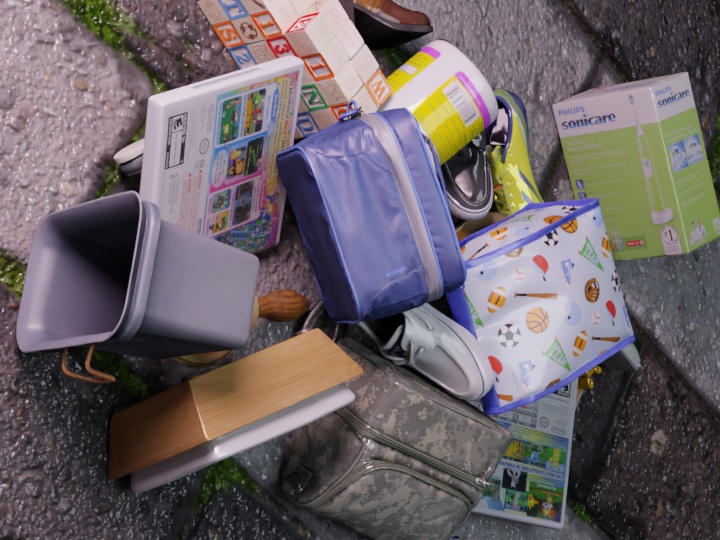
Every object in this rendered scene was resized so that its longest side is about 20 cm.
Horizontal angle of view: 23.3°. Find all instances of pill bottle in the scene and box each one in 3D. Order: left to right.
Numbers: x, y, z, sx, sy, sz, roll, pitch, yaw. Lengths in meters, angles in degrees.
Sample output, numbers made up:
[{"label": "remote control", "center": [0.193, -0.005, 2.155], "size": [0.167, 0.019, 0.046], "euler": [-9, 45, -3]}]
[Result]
[{"label": "pill bottle", "center": [0.035, -0.134, 1.761], "size": [0.200, 0.104, 0.104], "euler": [-40, 116, -9]}]

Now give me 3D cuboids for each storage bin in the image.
[{"label": "storage bin", "center": [-0.184, 0.028, 1.479], "size": [0.134, 0.200, 0.146], "euler": [17, 74, -33]}]

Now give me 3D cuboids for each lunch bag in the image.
[{"label": "lunch bag", "center": [0.015, -0.060, 1.624], "size": [0.132, 0.136, 0.200], "euler": [-20, 97, -15]}, {"label": "lunch bag", "center": [0.031, 0.187, 1.742], "size": [0.200, 0.139, 0.168], "euler": [29, 94, -39]}, {"label": "lunch bag", "center": [0.168, 0.035, 1.799], "size": [0.200, 0.124, 0.170], "euler": [-30, 107, -41]}]

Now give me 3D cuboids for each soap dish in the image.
[{"label": "soap dish", "center": [-0.118, 0.125, 1.588], "size": [0.200, 0.157, 0.081], "euler": [-21, 86, -44]}]

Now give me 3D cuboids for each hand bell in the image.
[{"label": "hand bell", "center": [-0.104, 0.036, 1.663], "size": [0.200, 0.104, 0.104], "euler": [0, 85, -64]}]

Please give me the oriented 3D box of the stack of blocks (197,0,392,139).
[{"label": "stack of blocks", "center": [-0.071, -0.229, 1.695], "size": [0.059, 0.115, 0.200], "euler": [-51, 120, -35]}]

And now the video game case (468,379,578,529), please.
[{"label": "video game case", "center": [0.163, 0.180, 1.915], "size": [0.200, 0.022, 0.183], "euler": [18, 74, -43]}]

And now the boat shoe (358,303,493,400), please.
[{"label": "boat shoe", "center": [0.043, 0.063, 1.718], "size": [0.200, 0.074, 0.065], "euler": [41, 41, 2]}]

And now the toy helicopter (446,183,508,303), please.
[{"label": "toy helicopter", "center": [0.093, -0.026, 1.870], "size": [0.200, 0.079, 0.133], "euler": [-3, 94, -33]}]

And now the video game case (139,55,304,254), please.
[{"label": "video game case", "center": [-0.132, -0.088, 1.617], "size": [0.182, 0.024, 0.200], "euler": [-24, 133, -44]}]

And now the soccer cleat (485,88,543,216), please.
[{"label": "soccer cleat", "center": [0.161, -0.104, 1.943], "size": [0.084, 0.065, 0.201], "euler": [1, 78, -62]}]

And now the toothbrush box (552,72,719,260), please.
[{"label": "toothbrush box", "center": [0.327, -0.119, 2.059], "size": [0.086, 0.145, 0.200], "euler": [-25, 103, -43]}]

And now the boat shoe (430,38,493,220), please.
[{"label": "boat shoe", "center": [0.102, -0.154, 1.852], "size": [0.070, 0.066, 0.200], "euler": [-5, 70, -16]}]

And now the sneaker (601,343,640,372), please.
[{"label": "sneaker", "center": [0.284, 0.025, 2.046], "size": [0.200, 0.074, 0.118], "euler": [47, 62, -28]}]

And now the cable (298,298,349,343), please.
[{"label": "cable", "center": [0.000, 0.000, 1.770], "size": [0.097, 0.050, 0.200], "euler": [50, 63, -10]}]

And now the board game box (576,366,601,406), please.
[{"label": "board game box", "center": [0.183, 0.131, 1.973], "size": [0.200, 0.026, 0.200], "euler": [47, 56, -31]}]

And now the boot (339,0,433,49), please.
[{"label": "boot", "center": [-0.006, -0.336, 1.826], "size": [0.188, 0.068, 0.200], "euler": [0, 79, -37]}]

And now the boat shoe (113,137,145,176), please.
[{"label": "boat shoe", "center": [-0.146, -0.113, 1.639], "size": [0.200, 0.073, 0.062], "euler": [-26, 100, -49]}]
